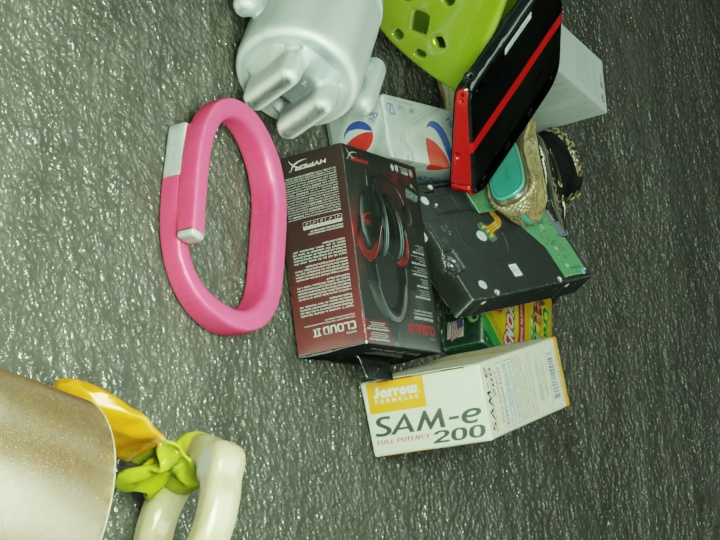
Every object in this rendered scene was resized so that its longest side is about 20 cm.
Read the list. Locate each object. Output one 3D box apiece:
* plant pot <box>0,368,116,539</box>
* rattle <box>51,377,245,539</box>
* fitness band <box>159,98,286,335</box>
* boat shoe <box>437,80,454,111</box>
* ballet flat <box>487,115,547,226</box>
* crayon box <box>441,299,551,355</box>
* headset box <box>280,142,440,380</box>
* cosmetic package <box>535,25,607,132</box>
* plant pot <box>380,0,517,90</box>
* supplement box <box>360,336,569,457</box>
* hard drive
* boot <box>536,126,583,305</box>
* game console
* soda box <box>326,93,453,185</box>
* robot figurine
[{"bbox_3d":[-0.270,0.113,0.978,0.199,0.186,0.188,33,48,-33],"label":"plant pot"},{"bbox_3d":[-0.166,0.196,1.227,0.142,0.130,0.202,29,80,-41],"label":"rattle"},{"bbox_3d":[-0.108,-0.046,1.466,0.144,0.037,0.202,39,47,-50],"label":"fitness band"},{"bbox_3d":[0.132,-0.175,1.930,0.074,0.069,0.202,-22,98,-62],"label":"boat shoe"},{"bbox_3d":[0.157,-0.121,1.845,0.065,0.070,0.201,49,30,-40],"label":"ballet flat"},{"bbox_3d":[0.155,0.063,1.892,0.200,0.050,0.128,40,44,-49],"label":"crayon box"},{"bbox_3d":[0.000,0.000,1.605,0.148,0.074,0.202,13,67,-60],"label":"headset box"},{"bbox_3d":[0.199,-0.233,2.046,0.200,0.101,0.072,28,54,-56],"label":"cosmetic package"},{"bbox_3d":[0.098,-0.313,1.763,0.199,0.181,0.201,-33,148,-60],"label":"plant pot"},{"bbox_3d":[0.103,0.119,1.693,0.200,0.125,0.074,-11,89,-61],"label":"supplement box"},{"bbox_3d":[0.132,-0.028,1.800,0.199,0.038,0.140,-11,63,-46],"label":"hard drive"},{"bbox_3d":[0.211,-0.068,2.029,0.150,0.073,0.202,-29,110,-67],"label":"boot"},{"bbox_3d":[0.142,-0.187,1.738,0.201,0.031,0.177,-56,157,-28],"label":"game console"},{"bbox_3d":[0.045,-0.125,1.751,0.200,0.068,0.064,5,74,-62],"label":"soda box"},{"bbox_3d":[-0.044,-0.209,1.573,0.170,0.112,0.201,43,41,-26],"label":"robot figurine"}]
